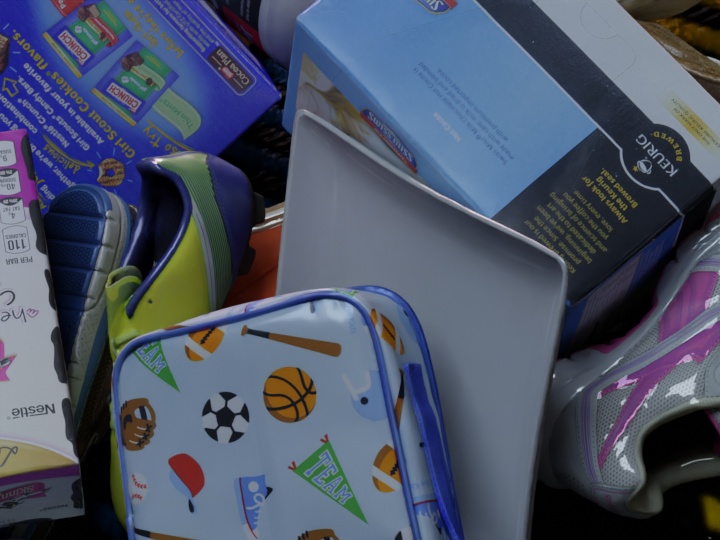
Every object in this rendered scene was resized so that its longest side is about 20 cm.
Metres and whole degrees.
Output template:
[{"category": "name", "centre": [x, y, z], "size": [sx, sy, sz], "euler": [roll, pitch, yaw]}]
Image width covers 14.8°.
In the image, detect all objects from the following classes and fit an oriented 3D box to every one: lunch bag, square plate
[{"category": "lunch bag", "centre": [-0.026, 0.111, 1.298], "size": [0.160, 0.076, 0.200], "euler": [-14, 86, 19]}, {"category": "square plate", "centre": [0.027, 0.045, 1.335], "size": [0.028, 0.199, 0.200], "euler": [-13, 31, -37]}]

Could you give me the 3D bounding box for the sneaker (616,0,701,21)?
[{"category": "sneaker", "centre": [0.094, -0.146, 1.498], "size": [0.200, 0.099, 0.078], "euler": [-33, 74, 25]}]

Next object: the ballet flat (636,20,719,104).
[{"category": "ballet flat", "centre": [0.195, -0.072, 1.430], "size": [0.200, 0.068, 0.072], "euler": [35, 37, 30]}]

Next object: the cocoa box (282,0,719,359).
[{"category": "cocoa box", "centre": [0.074, -0.067, 1.377], "size": [0.131, 0.133, 0.200], "euler": [-39, 77, -17]}]

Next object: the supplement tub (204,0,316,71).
[{"category": "supplement tub", "centre": [-0.037, -0.198, 1.581], "size": [0.200, 0.140, 0.140], "euler": [39, 72, 24]}]

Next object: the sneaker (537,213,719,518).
[{"category": "sneaker", "centre": [0.170, 0.049, 1.328], "size": [0.200, 0.081, 0.088], "euler": [-43, 49, -7]}]

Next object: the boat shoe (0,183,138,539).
[{"category": "boat shoe", "centre": [-0.147, 0.059, 1.465], "size": [0.072, 0.072, 0.200], "euler": [13, 81, 43]}]

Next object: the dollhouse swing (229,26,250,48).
[{"category": "dollhouse swing", "centre": [-0.175, -0.134, 1.700], "size": [0.181, 0.176, 0.200], "euler": [21, 49, -10]}]

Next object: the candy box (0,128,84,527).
[{"category": "candy box", "centre": [-0.219, 0.034, 1.397], "size": [0.136, 0.061, 0.200], "euler": [-9, 61, -8]}]

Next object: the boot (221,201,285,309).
[{"category": "boot", "centre": [0.000, 0.000, 1.465], "size": [0.200, 0.075, 0.107], "euler": [-25, 50, 9]}]

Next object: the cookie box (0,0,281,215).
[{"category": "cookie box", "centre": [-0.176, -0.096, 1.528], "size": [0.200, 0.171, 0.075], "euler": [-42, 22, 5]}]

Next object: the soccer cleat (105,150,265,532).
[{"category": "soccer cleat", "centre": [-0.106, 0.036, 1.415], "size": [0.065, 0.084, 0.201], "euler": [11, 89, 45]}]
